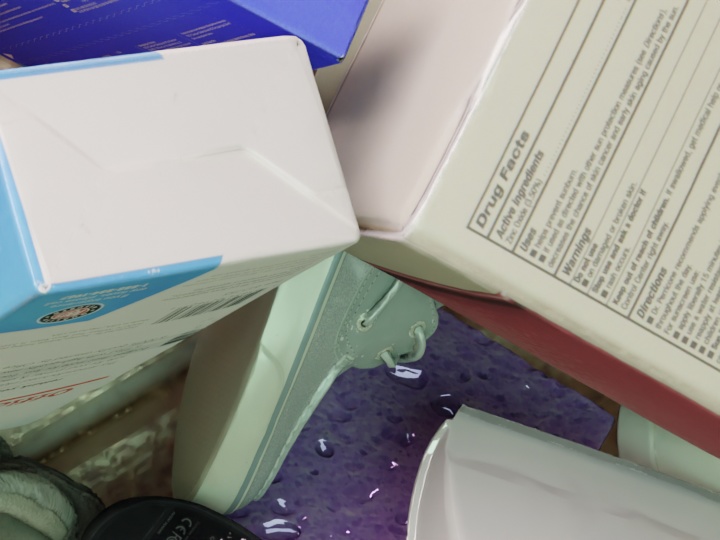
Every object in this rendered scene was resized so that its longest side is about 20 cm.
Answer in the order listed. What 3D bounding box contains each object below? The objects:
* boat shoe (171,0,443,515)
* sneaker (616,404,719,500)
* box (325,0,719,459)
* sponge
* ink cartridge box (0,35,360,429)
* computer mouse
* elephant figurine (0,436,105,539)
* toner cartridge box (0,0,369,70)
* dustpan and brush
[{"bbox_3d":[0.000,-0.001,1.014,0.071,0.070,0.201,23,94,-19],"label":"boat shoe"},{"bbox_3d":[0.172,0.107,1.111,0.200,0.085,0.073,49,50,-43],"label":"sneaker"},{"bbox_3d":[0.098,-0.026,0.959,0.200,0.109,0.128,29,83,-22],"label":"box"},{"bbox_3d":[-0.003,0.104,1.045,0.112,0.030,0.200,31,65,5],"label":"sponge"},{"bbox_3d":[-0.107,-0.001,0.899,0.116,0.200,0.068,-10,78,-39],"label":"ink cartridge box"},{"bbox_3d":[-0.013,0.143,0.976,0.200,0.034,0.059,38,85,18],"label":"computer mouse"},{"bbox_3d":[-0.147,0.105,1.032,0.200,0.155,0.142,-36,72,-23],"label":"elephant figurine"},{"bbox_3d":[-0.076,-0.096,0.947,0.095,0.200,0.043,28,77,-21],"label":"toner cartridge box"},{"bbox_3d":[0.070,0.160,0.994,0.140,0.200,0.057,20,142,-21],"label":"dustpan and brush"}]
